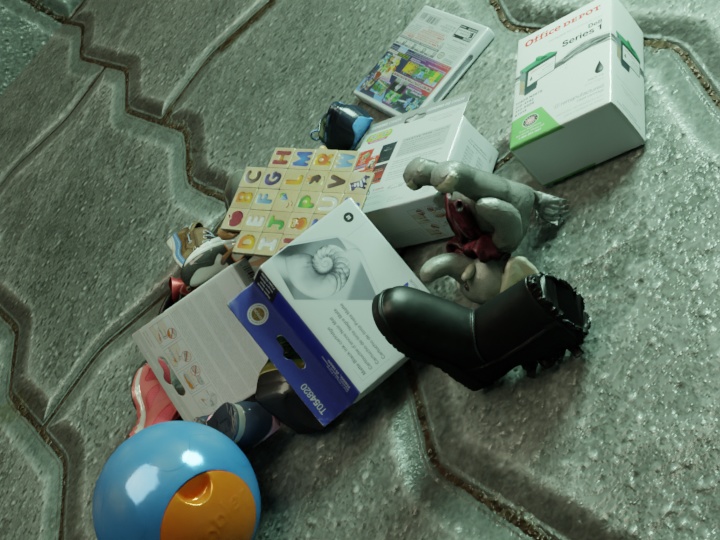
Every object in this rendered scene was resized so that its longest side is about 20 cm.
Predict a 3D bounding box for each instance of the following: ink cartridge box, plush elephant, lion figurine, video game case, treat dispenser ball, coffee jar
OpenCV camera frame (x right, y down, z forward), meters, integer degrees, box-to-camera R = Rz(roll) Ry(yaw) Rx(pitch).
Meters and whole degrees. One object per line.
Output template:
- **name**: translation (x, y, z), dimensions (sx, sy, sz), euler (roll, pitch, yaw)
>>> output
- **ink cartridge box**: translation (-0.192, 0.102, 1.637), dimensions (0.199, 0.161, 0.047), euler (-32, 0, 26)
- **plush elephant**: translation (0.133, -0.032, 1.395), dimensions (0.165, 0.198, 0.156), euler (-157, 83, -69)
- **ink cartridge box**: translation (0.265, -0.221, 1.474), dimensions (0.145, 0.084, 0.201), euler (-24, 41, 34)
- **ink cartridge box**: translation (0.076, -0.126, 1.606), dimensions (0.199, 0.084, 0.177), euler (-11, 48, 45)
- **lion figurine**: translation (-0.097, -0.078, 1.608), dimensions (0.122, 0.073, 0.201), euler (8, 56, 46)
- **video game case**: translation (0.092, -0.310, 1.829), dimensions (0.183, 0.023, 0.200), euler (-50, 34, 0)
- **treat dispenser ball**: translation (-0.218, 0.281, 1.441), dimensions (0.200, 0.201, 0.202), euler (-31, 37, 27)
- **ink cartridge box**: translation (-0.028, 0.047, 1.443), dimensions (0.200, 0.200, 0.041), euler (-39, -12, -9)
- **coffee jar**: translation (-0.065, 0.101, 1.529), dimensions (0.085, 0.104, 0.201), euler (-15, 46, 35)

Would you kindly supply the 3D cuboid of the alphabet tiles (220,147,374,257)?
- **alphabet tiles**: translation (-0.083, -0.088, 1.558), dimensions (0.198, 0.006, 0.168), euler (5, 61, 30)

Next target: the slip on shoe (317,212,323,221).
- **slip on shoe**: translation (0.000, 0.000, 1.535), dimensions (0.200, 0.076, 0.061), euler (46, 120, 23)

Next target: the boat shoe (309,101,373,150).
- **boat shoe**: translation (-0.027, -0.210, 1.760), dimensions (0.084, 0.068, 0.200), euler (-56, 3, -17)

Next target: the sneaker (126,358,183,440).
- **sneaker**: translation (-0.277, 0.204, 1.730), dimensions (0.086, 0.074, 0.201), euler (-21, 45, 16)

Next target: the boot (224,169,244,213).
- **boot**: translation (-0.163, -0.094, 1.823), dimensions (0.201, 0.072, 0.183), euler (-100, 20, -53)

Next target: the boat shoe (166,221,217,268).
- **boat shoe**: translation (-0.255, -0.031, 1.917), dimensions (0.072, 0.072, 0.200), euler (-47, 33, 1)

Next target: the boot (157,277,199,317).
- **boot**: translation (-0.189, 0.025, 1.716), dimensions (0.200, 0.144, 0.072), euler (-47, 30, 0)

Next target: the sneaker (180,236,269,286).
- **sneaker**: translation (-0.149, -0.008, 1.668), dimensions (0.198, 0.074, 0.081), euler (-15, 65, -17)

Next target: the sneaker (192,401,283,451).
- **sneaker**: translation (-0.165, 0.216, 1.582), dimensions (0.200, 0.081, 0.071), euler (-29, 64, 59)

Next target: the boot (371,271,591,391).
- **boot**: translation (0.132, 0.050, 1.269), dimensions (0.162, 0.198, 0.074), euler (-31, 39, 37)
